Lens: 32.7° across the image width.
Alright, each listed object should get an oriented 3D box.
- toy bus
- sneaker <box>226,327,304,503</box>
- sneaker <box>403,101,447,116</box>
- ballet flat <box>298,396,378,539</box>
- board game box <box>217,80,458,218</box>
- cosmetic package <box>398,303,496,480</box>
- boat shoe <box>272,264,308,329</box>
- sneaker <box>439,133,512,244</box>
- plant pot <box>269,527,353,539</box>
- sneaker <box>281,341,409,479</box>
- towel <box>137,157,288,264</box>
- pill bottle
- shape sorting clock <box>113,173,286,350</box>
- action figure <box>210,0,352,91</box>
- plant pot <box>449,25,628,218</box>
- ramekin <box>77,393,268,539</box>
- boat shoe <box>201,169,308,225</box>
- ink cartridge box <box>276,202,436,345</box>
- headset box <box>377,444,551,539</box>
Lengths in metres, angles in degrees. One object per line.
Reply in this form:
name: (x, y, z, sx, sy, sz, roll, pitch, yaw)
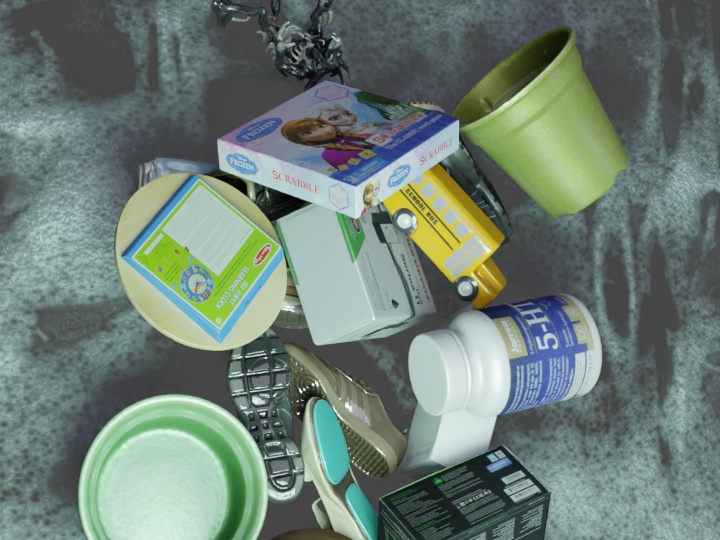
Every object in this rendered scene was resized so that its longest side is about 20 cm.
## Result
toy bus: (0.102, -0.053, 1.454, 0.200, 0.078, 0.065, 47, 22, 0)
sneaker: (-0.112, 0.163, 1.383, 0.074, 0.079, 0.204, -6, 77, -13)
sneaker: (0.023, -0.151, 1.538, 0.197, 0.075, 0.092, -12, 82, -17)
ballet flat: (-0.035, 0.244, 1.393, 0.069, 0.069, 0.203, -25, 95, -27)
board game box: (-0.023, -0.142, 1.380, 0.199, 0.197, 0.042, -36, 135, -43)
cosmetic package: (0.118, 0.153, 1.472, 0.073, 0.102, 0.203, 25, 65, -13)
boat shoe: (-0.135, 0.009, 1.377, 0.197, 0.075, 0.073, 17, 66, -26)
sneaker: (0.123, -0.101, 1.543, 0.079, 0.076, 0.201, -32, 123, 10)
plant pot: (-0.060, 0.360, 1.247, 0.183, 0.200, 0.190, -1, 79, 3)
sneaker: (-0.024, 0.154, 1.441, 0.200, 0.070, 0.076, 48, 39, -3)
towel: (-0.166, -0.037, 1.436, 0.197, 0.048, 0.174, 6, 76, -21)
pill bottle: (0.160, 0.100, 1.383, 0.197, 0.120, 0.122, -10, 79, -26)
shape sorting clock: (-0.167, -0.010, 1.302, 0.197, 0.039, 0.203, 15, 57, -23)
action figure: (-0.083, -0.301, 1.517, 0.198, 0.102, 0.120, 31, 54, -10)
plant pot: (0.243, -0.178, 1.585, 0.185, 0.199, 0.201, 50, 62, -16)
ramekin: (-0.203, 0.239, 1.303, 0.197, 0.098, 0.204, 5, 75, -17)
boat shoe: (-0.132, -0.084, 1.399, 0.198, 0.065, 0.074, -20, 84, -27)
ink cartridge box: (0.000, 0.000, 1.413, 0.199, 0.082, 0.149, -1, 70, -67)
headset box: (0.111, 0.324, 1.372, 0.172, 0.093, 0.203, -18, 128, -26)
